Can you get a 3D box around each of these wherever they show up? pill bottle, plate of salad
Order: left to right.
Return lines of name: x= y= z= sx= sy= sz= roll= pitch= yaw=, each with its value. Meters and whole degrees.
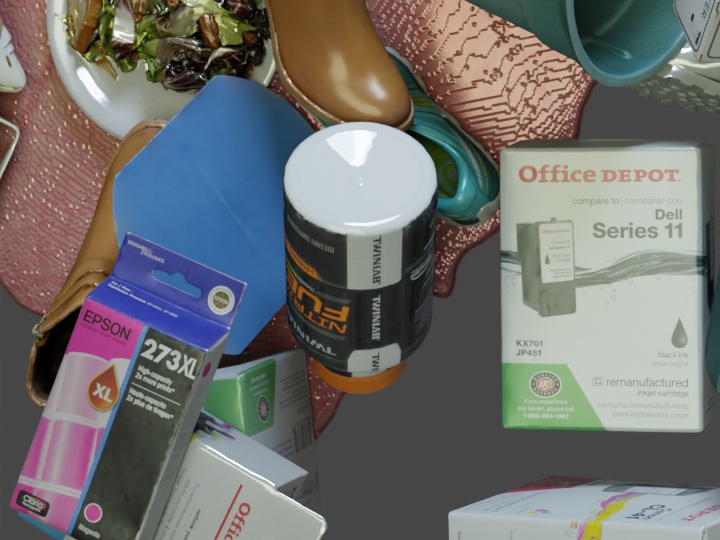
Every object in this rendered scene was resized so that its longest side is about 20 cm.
plate of salad: x=-0.149 y=-0.189 z=1.639 sx=0.199 sy=0.048 sz=0.201 roll=1 pitch=94 yaw=22
pill bottle: x=0.000 y=0.000 z=1.558 sx=0.106 sy=0.106 sz=0.200 roll=15 pitch=141 yaw=13

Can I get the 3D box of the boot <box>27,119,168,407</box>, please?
boot: x=-0.184 y=-0.003 z=1.604 sx=0.077 sy=0.155 sz=0.200 roll=28 pitch=108 yaw=2

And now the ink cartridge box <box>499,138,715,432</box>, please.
ink cartridge box: x=0.174 y=0.008 z=1.562 sx=0.146 sy=0.083 sz=0.201 roll=0 pitch=95 yaw=15

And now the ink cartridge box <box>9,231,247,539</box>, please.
ink cartridge box: x=-0.154 y=0.084 z=1.468 sx=0.094 sy=0.037 sz=0.201 roll=23 pitch=96 yaw=15

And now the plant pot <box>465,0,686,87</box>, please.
plant pot: x=0.121 y=-0.247 z=1.489 sx=0.196 sy=0.200 sz=0.201 roll=25 pitch=102 yaw=34

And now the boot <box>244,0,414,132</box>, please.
boot: x=-0.015 y=-0.200 z=1.515 sx=0.077 sy=0.155 sz=0.200 roll=-21 pitch=69 yaw=-26

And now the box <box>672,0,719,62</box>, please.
box: x=0.316 y=-0.196 z=1.443 sx=0.199 sy=0.060 sz=0.117 roll=-3 pitch=136 yaw=-15

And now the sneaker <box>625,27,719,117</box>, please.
sneaker: x=0.266 y=-0.148 z=1.536 sx=0.199 sy=0.076 sz=0.081 roll=12 pitch=87 yaw=10

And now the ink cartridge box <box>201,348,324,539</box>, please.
ink cartridge box: x=-0.089 y=0.167 z=1.617 sx=0.087 sy=0.145 sz=0.201 roll=-7 pitch=94 yaw=17

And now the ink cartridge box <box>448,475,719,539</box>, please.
ink cartridge box: x=0.180 y=0.196 z=1.516 sx=0.199 sy=0.147 sz=0.086 roll=-2 pitch=94 yaw=36

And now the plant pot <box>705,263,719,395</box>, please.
plant pot: x=0.298 y=0.009 z=1.451 sx=0.141 sy=0.200 sz=0.142 roll=12 pitch=116 yaw=13

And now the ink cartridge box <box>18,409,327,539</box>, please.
ink cartridge box: x=-0.117 y=0.162 z=1.512 sx=0.200 sy=0.068 sz=0.115 roll=30 pitch=103 yaw=15

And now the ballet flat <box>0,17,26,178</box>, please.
ballet flat: x=-0.289 y=-0.127 z=1.693 sx=0.065 sy=0.071 sz=0.201 roll=9 pitch=102 yaw=-14

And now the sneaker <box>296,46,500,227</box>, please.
sneaker: x=0.021 y=-0.107 z=1.591 sx=0.200 sy=0.080 sz=0.078 roll=39 pitch=103 yaw=16

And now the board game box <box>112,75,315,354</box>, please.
board game box: x=-0.104 y=-0.040 z=1.600 sx=0.039 sy=0.200 sz=0.158 roll=-10 pitch=123 yaw=51
